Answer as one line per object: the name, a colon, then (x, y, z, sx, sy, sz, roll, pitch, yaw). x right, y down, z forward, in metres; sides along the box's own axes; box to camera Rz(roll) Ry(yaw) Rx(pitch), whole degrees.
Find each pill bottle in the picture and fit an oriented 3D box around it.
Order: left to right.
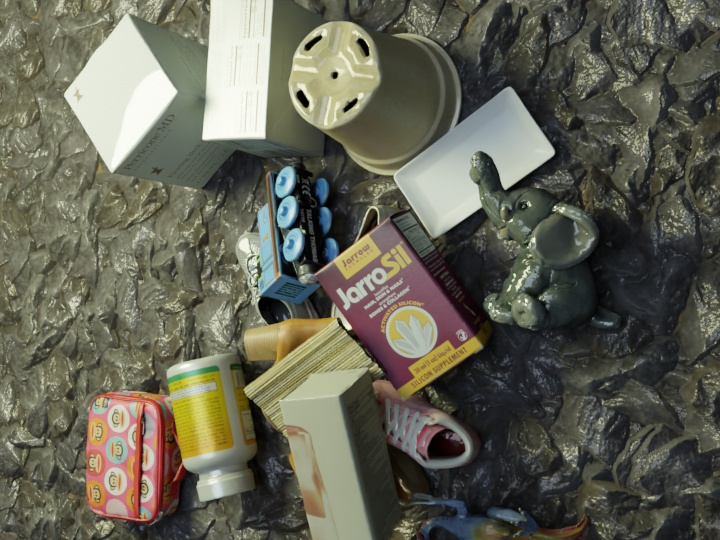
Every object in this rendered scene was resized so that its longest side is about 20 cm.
pill bottle: (-0.216, 0.233, 1.275, 0.112, 0.113, 0.201, -18, 79, 27)

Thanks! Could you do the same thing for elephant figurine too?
elephant figurine: (0.219, -0.035, 1.026, 0.141, 0.155, 0.201, 15, 105, 51)

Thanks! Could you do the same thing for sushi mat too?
sushi mat: (-0.063, 0.145, 1.114, 0.096, 0.012, 0.200, 46, 123, -8)

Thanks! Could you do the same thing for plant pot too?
plant pot: (0.008, -0.236, 1.133, 0.200, 0.183, 0.202, -1, 87, 29)

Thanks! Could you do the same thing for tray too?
tray: (0.148, -0.139, 1.134, 0.200, 0.022, 0.108, -36, 84, 23)

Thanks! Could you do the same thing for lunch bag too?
lunch bag: (-0.349, 0.296, 1.370, 0.175, 0.082, 0.201, 1, 90, 25)

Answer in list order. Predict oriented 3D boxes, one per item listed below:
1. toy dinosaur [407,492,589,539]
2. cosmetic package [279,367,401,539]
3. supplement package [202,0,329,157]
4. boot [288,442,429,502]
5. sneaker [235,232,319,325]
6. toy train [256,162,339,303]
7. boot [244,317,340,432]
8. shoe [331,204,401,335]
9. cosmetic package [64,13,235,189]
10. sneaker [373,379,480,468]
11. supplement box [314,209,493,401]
toy dinosaur: (0.152, 0.343, 1.088, 0.181, 0.199, 0.106, 161, 117, -66)
cosmetic package: (-0.022, 0.232, 1.050, 0.087, 0.103, 0.201, -8, 98, 24)
supplement package: (-0.131, -0.273, 1.229, 0.110, 0.156, 0.201, 3, 89, 28)
boot: (-0.007, 0.283, 1.183, 0.201, 0.071, 0.144, 45, 109, 31)
sneaker: (-0.128, 0.024, 1.253, 0.075, 0.082, 0.200, -43, 68, 20)
toy train: (-0.097, -0.056, 1.215, 0.114, 0.086, 0.201, -39, 49, 38)
boot: (-0.067, 0.149, 1.184, 0.143, 0.071, 0.202, -4, 129, 12)
shoe: (0.000, 0.000, 1.199, 0.070, 0.053, 0.201, 26, 100, 28)
cosmetic package: (-0.294, -0.246, 1.294, 0.167, 0.200, 0.167, -43, 68, 21)
sneaker: (0.059, 0.194, 1.095, 0.199, 0.105, 0.076, 22, 89, 9)
supplement box: (0.059, 0.041, 1.104, 0.131, 0.103, 0.200, -37, 87, 19)
